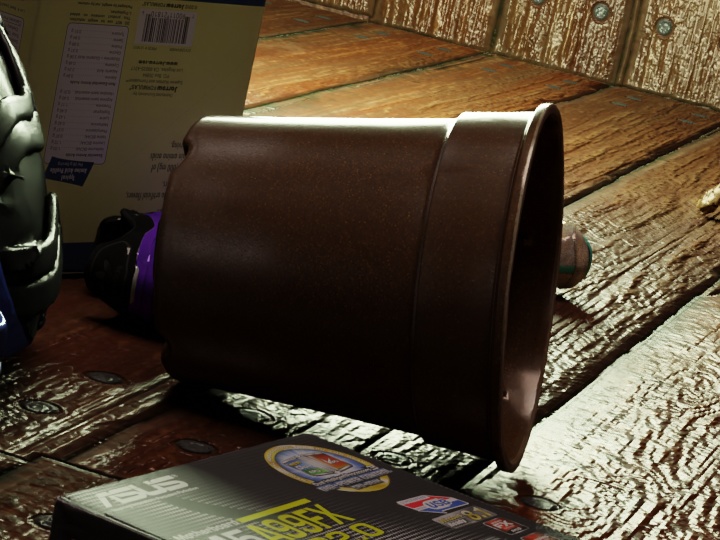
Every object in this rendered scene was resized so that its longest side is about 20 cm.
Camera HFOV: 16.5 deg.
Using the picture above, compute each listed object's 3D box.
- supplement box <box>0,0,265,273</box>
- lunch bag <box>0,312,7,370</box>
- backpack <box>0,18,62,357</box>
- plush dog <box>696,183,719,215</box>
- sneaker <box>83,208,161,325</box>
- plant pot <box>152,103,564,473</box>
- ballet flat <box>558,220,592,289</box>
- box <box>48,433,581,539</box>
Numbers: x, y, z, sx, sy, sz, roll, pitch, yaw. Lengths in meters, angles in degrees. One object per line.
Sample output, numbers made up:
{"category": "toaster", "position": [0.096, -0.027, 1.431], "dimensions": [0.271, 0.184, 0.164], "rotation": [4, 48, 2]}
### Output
{"category": "supplement box", "position": [-0.188, -0.112, 1.605], "dimensions": [0.134, 0.201, 0.200], "rotation": [22, 16, 39]}
{"category": "lunch bag", "position": [-0.254, 0.040, 1.025], "dimensions": [0.199, 0.133, 0.136], "rotation": [6, 14, -31]}
{"category": "backpack", "position": [-0.236, -0.022, 1.279], "dimensions": [0.167, 0.163, 0.200], "rotation": [-18, 16, -3]}
{"category": "plush dog", "position": [0.413, -0.090, 2.330], "dimensions": [0.172, 0.160, 0.200], "rotation": [19, 31, -51]}
{"category": "sneaker", "position": [-0.114, -0.013, 1.545], "dimensions": [0.099, 0.070, 0.200], "rotation": [13, 12, 12]}
{"category": "plant pot", "position": [0.000, 0.000, 1.363], "dimensions": [0.197, 0.201, 0.200], "rotation": [6, 11, 12]}
{"category": "ballet flat", "position": [0.090, -0.038, 1.872], "dimensions": [0.067, 0.068, 0.200], "rotation": [-7, 20, -37]}
{"category": "box", "position": [-0.015, 0.128, 1.075], "dimensions": [0.160, 0.044, 0.200], "rotation": [20, 14, 29]}
